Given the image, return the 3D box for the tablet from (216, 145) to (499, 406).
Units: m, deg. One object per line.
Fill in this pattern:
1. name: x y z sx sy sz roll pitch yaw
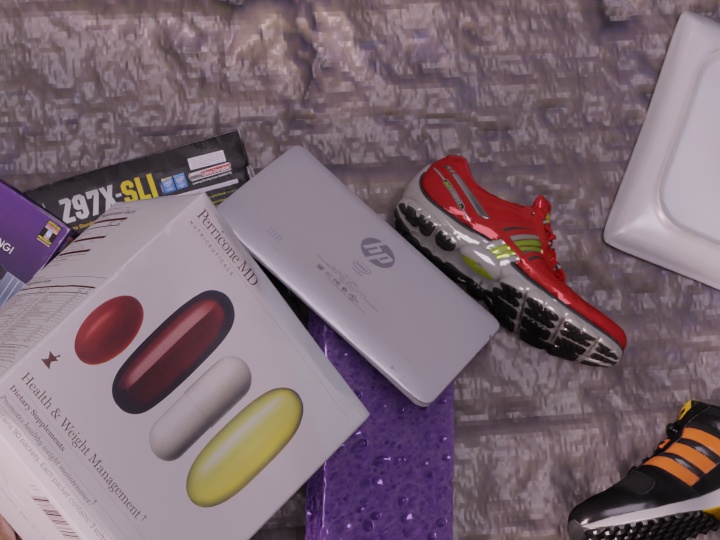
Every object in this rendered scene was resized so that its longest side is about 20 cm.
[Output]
1. tablet: 0.000 0.000 1.531 0.200 0.014 0.130 42 38 4

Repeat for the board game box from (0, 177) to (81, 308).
1. board game box: -0.315 -0.011 1.482 0.199 0.057 0.166 33 88 9

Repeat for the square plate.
1. square plate: 0.305 -0.075 1.641 0.199 0.028 0.199 22 75 -4

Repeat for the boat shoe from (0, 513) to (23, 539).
1. boat shoe: -0.220 0.207 1.476 0.067 0.072 0.201 -12 86 -17

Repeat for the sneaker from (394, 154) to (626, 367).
1. sneaker: 0.121 -0.011 1.575 0.200 0.077 0.085 40 69 1

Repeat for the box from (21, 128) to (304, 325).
1. box: -0.155 0.005 1.539 0.199 0.049 0.161 -18 78 -12

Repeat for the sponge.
1. sponge: 0.014 0.119 1.530 0.111 0.030 0.201 9 75 -32

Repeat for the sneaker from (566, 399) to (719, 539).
1. sneaker: 0.232 0.141 1.568 0.199 0.070 0.090 -14 65 -12

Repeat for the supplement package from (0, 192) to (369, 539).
1. supplement package: -0.143 0.087 1.399 0.200 0.147 0.192 -45 109 -22
